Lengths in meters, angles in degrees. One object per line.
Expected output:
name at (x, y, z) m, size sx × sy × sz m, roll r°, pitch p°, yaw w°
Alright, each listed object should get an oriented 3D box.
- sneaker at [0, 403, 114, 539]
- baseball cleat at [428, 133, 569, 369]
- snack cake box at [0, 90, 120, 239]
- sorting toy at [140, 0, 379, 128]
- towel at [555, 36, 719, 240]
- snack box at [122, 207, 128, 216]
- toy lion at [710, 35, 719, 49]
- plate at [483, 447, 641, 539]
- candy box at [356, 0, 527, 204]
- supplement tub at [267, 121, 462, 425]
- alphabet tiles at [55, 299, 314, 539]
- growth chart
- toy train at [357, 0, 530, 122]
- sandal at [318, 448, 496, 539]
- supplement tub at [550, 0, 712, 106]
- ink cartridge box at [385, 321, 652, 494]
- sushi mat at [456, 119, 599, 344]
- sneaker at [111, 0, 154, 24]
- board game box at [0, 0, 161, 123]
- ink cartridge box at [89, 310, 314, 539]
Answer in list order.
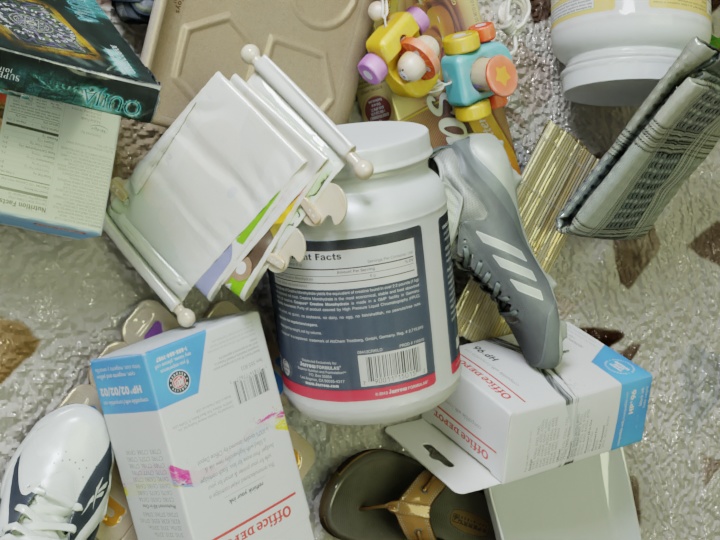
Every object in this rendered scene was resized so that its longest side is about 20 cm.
sneaker at (-0.211, 0.186, 0.791) m, size 0.079 × 0.129 × 0.201 m, roll 34°, pitch 76°, yaw -17°
baseball cleat at (0.098, -0.006, 0.985) m, size 0.105 × 0.070 × 0.202 m, roll -19°, pitch 91°, yaw -19°
snack cake box at (-0.266, -0.096, 0.811) m, size 0.198 × 0.067 × 0.117 m, roll 12°, pitch 83°, yaw -27°
sorting toy at (-0.072, -0.185, 0.906) m, size 0.198 × 0.036 × 0.188 m, roll 10°, pitch 97°, yaw -41°
towel at (0.273, -0.106, 1.070) m, size 0.192 × 0.035 × 0.201 m, roll 2°, pitch 127°, yaw -57°
snack box at (-0.091, -0.064, 0.949) m, size 0.199 × 0.024 × 0.073 m, roll -35°, pitch 107°, yaw -28°
toy lion at (0.370, -0.259, 1.122) m, size 0.068 × 0.200 × 0.194 m, roll -12°, pitch 76°, yaw -32°
plate at (0.180, 0.233, 1.081) m, size 0.198 × 0.032 × 0.203 m, roll -18°, pitch 97°, yaw -45°
candy box at (0.062, -0.138, 1.029) m, size 0.114 × 0.055 × 0.203 m, roll -19°, pitch 98°, yaw -31°
supplement tub at (0.000, 0.000, 0.904) m, size 0.139 × 0.140 × 0.203 m, roll -16°, pitch 108°, yaw -31°
alphabet tiles at (-0.130, 0.127, 0.921) m, size 0.196 × 0.015 × 0.201 m, roll 44°, pitch 66°, yaw -22°
growth chart at (-0.095, -0.053, 0.843) m, size 0.145 × 0.200 × 0.018 m, roll 53°, pitch 22°, yaw 8°
toy train at (0.072, -0.202, 0.951) m, size 0.199 × 0.055 × 0.152 m, roll 22°, pitch 86°, yaw -39°
sandal at (0.056, 0.203, 1.009) m, size 0.199 × 0.054 × 0.083 m, roll 25°, pitch 76°, yaw -29°
supplement tub at (0.243, -0.260, 1.096) m, size 0.144 × 0.145 × 0.203 m, roll 3°, pitch 87°, yaw -31°
ink cartridge box at (0.132, 0.111, 1.018) m, size 0.198 × 0.116 × 0.069 m, roll -11°, pitch 117°, yaw -32°
sushi mat at (0.145, -0.024, 1.055) m, size 0.095 × 0.012 × 0.202 m, roll 26°, pitch 92°, yaw -42°
sneaker at (-0.165, -0.228, 0.886) m, size 0.199 × 0.074 × 0.082 m, roll 33°, pitch 75°, yaw -24°
board game box at (-0.217, -0.156, 0.782) m, size 0.134 × 0.200 × 0.028 m, roll 11°, pitch 113°, yaw -31°
ink cartridge box at (-0.108, 0.143, 0.870) m, size 0.115 × 0.067 × 0.203 m, roll -20°, pitch 98°, yaw -48°
